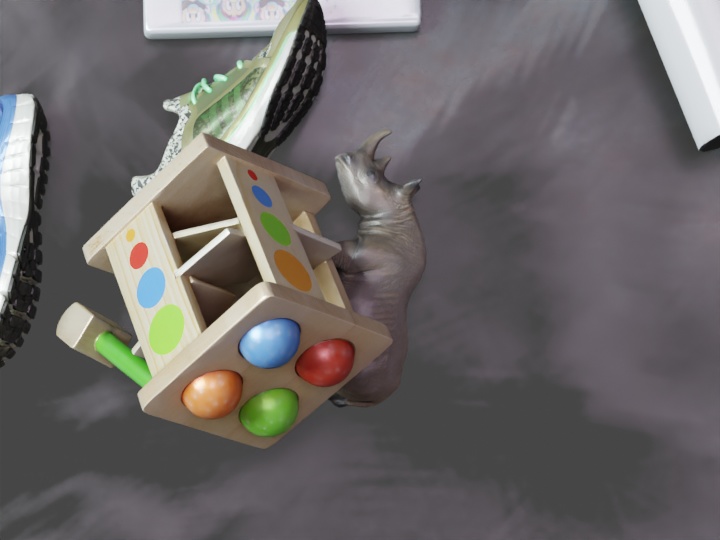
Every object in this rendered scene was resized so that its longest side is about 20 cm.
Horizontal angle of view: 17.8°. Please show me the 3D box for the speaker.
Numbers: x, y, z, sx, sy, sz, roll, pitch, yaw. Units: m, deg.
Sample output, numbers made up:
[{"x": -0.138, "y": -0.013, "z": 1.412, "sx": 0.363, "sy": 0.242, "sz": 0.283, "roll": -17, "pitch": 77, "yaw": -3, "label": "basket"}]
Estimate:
[{"x": 0.240, "y": -0.188, "z": 1.619, "sx": 0.081, "sy": 0.081, "sz": 0.201, "roll": -21, "pitch": 82, "yaw": -5, "label": "speaker"}]

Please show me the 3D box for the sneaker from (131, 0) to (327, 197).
[{"x": -0.096, "y": -0.114, "z": 1.599, "sx": 0.088, "sy": 0.077, "sz": 0.201, "roll": 29, "pitch": 84, "yaw": 18, "label": "sneaker"}]

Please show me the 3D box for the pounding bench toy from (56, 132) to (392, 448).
[{"x": -0.104, "y": 0.044, "z": 1.515, "sx": 0.200, "sy": 0.124, "sz": 0.157, "roll": -41, "pitch": 52, "yaw": 24, "label": "pounding bench toy"}]

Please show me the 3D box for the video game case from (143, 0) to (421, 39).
[{"x": -0.058, "y": -0.259, "z": 1.649, "sx": 0.199, "sy": 0.024, "sz": 0.183, "roll": -2, "pitch": 81, "yaw": -3, "label": "video game case"}]

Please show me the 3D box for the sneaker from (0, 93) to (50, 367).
[{"x": -0.267, "y": -0.024, "z": 1.583, "sx": 0.089, "sy": 0.079, "sz": 0.201, "roll": 1, "pitch": 72, "yaw": 5, "label": "sneaker"}]

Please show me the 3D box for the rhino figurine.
[{"x": 0.000, "y": 0.000, "z": 1.588, "sx": 0.087, "sy": 0.060, "sz": 0.201, "roll": 11, "pitch": 83, "yaw": 6, "label": "rhino figurine"}]
